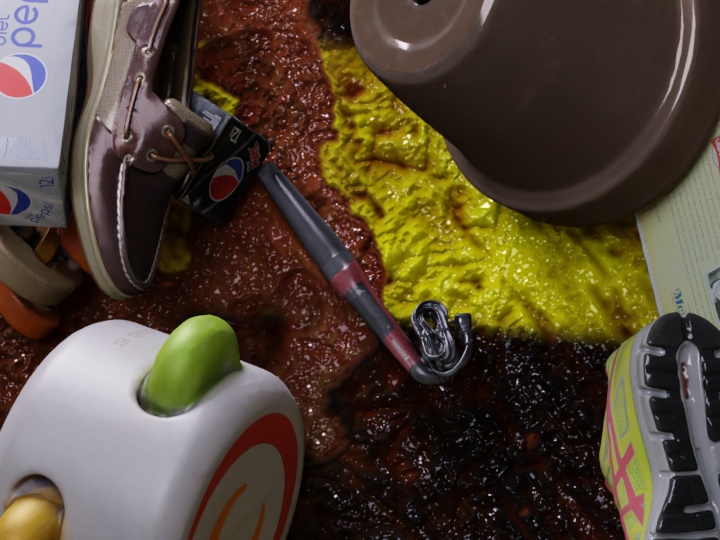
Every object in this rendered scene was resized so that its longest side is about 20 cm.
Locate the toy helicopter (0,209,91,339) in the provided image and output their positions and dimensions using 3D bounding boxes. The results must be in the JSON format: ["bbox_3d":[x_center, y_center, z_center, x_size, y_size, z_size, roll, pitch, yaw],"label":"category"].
[{"bbox_3d":[-0.235,-0.061,1.719,0.079,0.132,0.201,-40,50,19],"label":"toy helicopter"}]

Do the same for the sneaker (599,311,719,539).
[{"bbox_3d":[0.176,0.127,1.564,0.078,0.090,0.202,1,84,-23],"label":"sneaker"}]

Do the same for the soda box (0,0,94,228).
[{"bbox_3d":[-0.199,-0.127,1.664,0.063,0.068,0.201,2,59,1],"label":"soda box"}]

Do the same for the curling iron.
[{"bbox_3d":[0.000,0.000,1.685,0.049,0.026,0.200,-32,57,-23],"label":"curling iron"}]

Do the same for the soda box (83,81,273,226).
[{"bbox_3d":[-0.155,-0.109,1.740,0.200,0.071,0.064,34,91,26],"label":"soda box"}]

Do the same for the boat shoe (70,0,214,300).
[{"bbox_3d":[-0.123,-0.083,1.644,0.072,0.072,0.201,-3,73,24],"label":"boat shoe"}]

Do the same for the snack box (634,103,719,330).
[{"bbox_3d":[0.213,-0.048,1.607,0.116,0.037,0.201,-32,59,39],"label":"snack box"}]

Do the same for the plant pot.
[{"bbox_3d":[0.089,-0.141,1.596,0.199,0.174,0.202,-16,66,39],"label":"plant pot"}]

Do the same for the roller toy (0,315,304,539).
[{"bbox_3d":[-0.130,0.129,1.579,0.139,0.183,0.201,19,72,21],"label":"roller toy"}]
